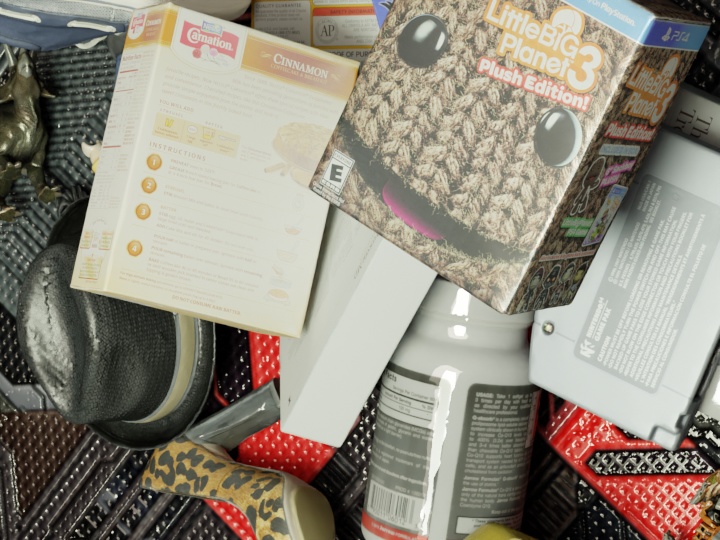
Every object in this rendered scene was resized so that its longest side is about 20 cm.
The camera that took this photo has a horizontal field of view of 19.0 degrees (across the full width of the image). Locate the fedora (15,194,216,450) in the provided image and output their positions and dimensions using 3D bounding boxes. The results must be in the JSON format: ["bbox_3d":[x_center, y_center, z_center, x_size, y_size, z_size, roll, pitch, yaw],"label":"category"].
[{"bbox_3d":[-0.201,0.044,1.626,0.200,0.091,0.202,7,102,36],"label":"fedora"}]

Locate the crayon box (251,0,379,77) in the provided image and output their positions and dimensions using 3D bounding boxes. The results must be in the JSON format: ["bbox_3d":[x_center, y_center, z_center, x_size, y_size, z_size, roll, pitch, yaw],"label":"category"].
[{"bbox_3d":[-0.015,-0.222,1.583,0.125,0.052,0.201,2,96,25],"label":"crayon box"}]

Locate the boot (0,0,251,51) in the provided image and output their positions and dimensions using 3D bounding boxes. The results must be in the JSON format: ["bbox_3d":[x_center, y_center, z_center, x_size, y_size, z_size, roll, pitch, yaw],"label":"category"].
[{"bbox_3d":[-0.185,-0.201,1.578,0.090,0.199,0.073,125,147,-53],"label":"boot"}]

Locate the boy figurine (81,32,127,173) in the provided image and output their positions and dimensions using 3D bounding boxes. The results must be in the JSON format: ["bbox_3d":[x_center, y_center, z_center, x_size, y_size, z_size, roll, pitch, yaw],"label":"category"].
[{"bbox_3d":[-0.145,-0.091,1.594,0.124,0.064,0.201,-12,66,2],"label":"boy figurine"}]

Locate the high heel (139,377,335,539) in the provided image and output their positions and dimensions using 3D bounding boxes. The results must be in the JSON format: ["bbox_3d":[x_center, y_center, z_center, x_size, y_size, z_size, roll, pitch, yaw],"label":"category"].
[{"bbox_3d":[-0.095,0.193,1.618,0.142,0.071,0.201,-31,51,19],"label":"high heel"}]

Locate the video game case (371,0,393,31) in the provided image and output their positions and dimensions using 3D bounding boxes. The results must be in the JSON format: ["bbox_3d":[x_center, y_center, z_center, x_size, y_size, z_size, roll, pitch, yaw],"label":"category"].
[{"bbox_3d":[0.066,-0.167,1.476,0.045,0.181,0.201,-16,87,24],"label":"video game case"}]

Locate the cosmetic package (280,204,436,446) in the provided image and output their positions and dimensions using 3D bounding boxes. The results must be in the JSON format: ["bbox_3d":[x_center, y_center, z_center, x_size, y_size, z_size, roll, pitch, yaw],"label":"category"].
[{"bbox_3d":[0.000,0.000,1.514,0.051,0.151,0.201,18,127,-14],"label":"cosmetic package"}]

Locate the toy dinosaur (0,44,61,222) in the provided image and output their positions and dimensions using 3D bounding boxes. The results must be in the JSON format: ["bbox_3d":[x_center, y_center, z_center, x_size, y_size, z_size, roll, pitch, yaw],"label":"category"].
[{"bbox_3d":[-0.296,-0.093,1.724,0.200,0.077,0.103,-38,52,32],"label":"toy dinosaur"}]

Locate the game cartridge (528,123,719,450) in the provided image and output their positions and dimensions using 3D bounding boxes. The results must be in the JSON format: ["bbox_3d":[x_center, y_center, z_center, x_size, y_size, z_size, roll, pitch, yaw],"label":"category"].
[{"bbox_3d":[0.194,0.004,1.456,0.133,0.040,0.201,26,104,18],"label":"game cartridge"}]

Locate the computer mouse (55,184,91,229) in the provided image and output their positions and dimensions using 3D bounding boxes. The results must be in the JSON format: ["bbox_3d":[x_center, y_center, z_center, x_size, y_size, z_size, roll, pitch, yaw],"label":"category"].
[{"bbox_3d":[-0.150,-0.040,1.660,0.199,0.053,0.139,-31,80,24],"label":"computer mouse"}]

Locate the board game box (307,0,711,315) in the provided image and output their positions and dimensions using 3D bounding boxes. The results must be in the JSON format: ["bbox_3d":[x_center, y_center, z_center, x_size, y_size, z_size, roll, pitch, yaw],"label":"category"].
[{"bbox_3d":[0.089,-0.100,1.311,0.159,0.097,0.201,32,107,23],"label":"board game box"}]

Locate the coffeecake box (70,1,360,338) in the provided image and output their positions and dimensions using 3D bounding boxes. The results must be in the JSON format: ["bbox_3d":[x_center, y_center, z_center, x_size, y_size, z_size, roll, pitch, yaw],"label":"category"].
[{"bbox_3d":[-0.100,-0.068,1.496,0.073,0.153,0.201,5,81,62],"label":"coffeecake box"}]

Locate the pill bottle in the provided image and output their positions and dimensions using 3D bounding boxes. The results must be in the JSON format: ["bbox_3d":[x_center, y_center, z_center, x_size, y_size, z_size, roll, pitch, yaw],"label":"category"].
[{"bbox_3d":[0.069,0.103,1.533,0.115,0.116,0.201,12,99,24],"label":"pill bottle"}]

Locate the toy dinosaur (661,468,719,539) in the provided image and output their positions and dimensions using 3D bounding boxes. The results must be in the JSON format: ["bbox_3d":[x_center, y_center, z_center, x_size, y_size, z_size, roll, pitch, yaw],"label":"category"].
[{"bbox_3d":[0.259,0.241,1.474,0.135,0.102,0.201,9,103,34],"label":"toy dinosaur"}]

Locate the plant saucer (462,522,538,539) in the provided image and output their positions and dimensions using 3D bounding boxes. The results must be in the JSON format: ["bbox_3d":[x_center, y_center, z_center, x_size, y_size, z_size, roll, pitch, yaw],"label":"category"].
[{"bbox_3d":[0.089,0.252,1.515,0.200,0.200,0.049,-41,47,21],"label":"plant saucer"}]

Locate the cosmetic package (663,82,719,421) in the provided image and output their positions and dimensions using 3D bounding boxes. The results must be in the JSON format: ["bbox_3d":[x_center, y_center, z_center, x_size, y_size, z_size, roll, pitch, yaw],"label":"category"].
[{"bbox_3d":[0.239,-0.012,1.481,0.150,0.052,0.201,25,104,19],"label":"cosmetic package"}]
